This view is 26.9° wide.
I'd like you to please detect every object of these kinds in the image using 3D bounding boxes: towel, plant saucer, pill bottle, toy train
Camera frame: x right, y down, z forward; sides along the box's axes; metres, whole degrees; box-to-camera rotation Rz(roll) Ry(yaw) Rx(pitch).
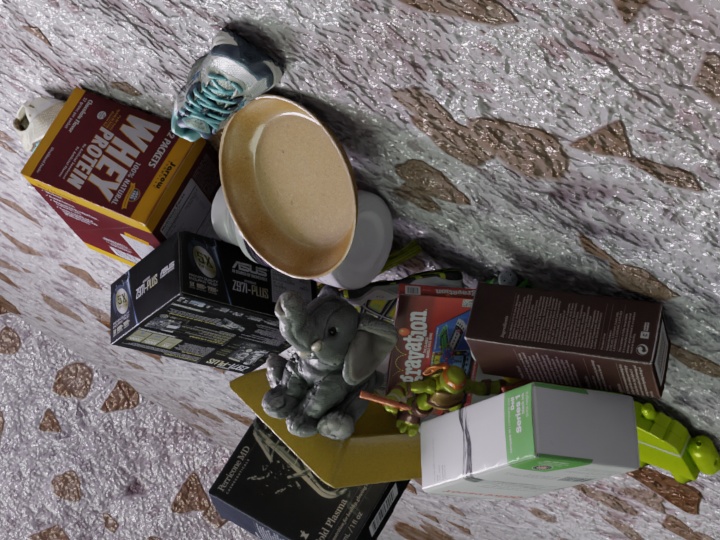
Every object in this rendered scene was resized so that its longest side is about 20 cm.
[{"bbox_3d":[0.000,0.000,1.800,0.018,0.086,0.200,64,158,-3],"label":"towel"},{"bbox_3d":[-0.068,-0.090,1.578,0.200,0.035,0.201,21,122,37],"label":"plant saucer"},{"bbox_3d":[-0.071,-0.052,1.704,0.200,0.112,0.111,15,158,39],"label":"pill bottle"},{"bbox_3d":[-0.025,0.172,1.790,0.200,0.049,0.200,41,-158,32],"label":"plant saucer"},{"bbox_3d":[0.151,0.042,1.733,0.056,0.042,0.200,48,159,2],"label":"toy train"}]

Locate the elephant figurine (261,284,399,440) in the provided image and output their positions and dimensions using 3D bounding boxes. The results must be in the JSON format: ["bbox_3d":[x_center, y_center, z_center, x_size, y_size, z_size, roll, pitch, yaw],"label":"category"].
[{"bbox_3d":[-0.029,0.080,1.660,0.141,0.155,0.200,13,124,-2],"label":"elephant figurine"}]

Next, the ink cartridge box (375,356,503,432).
[{"bbox_3d":[0.085,0.142,1.944,0.145,0.147,0.200,40,162,-24],"label":"ink cartridge box"}]

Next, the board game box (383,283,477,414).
[{"bbox_3d":[0.086,0.095,1.735,0.103,0.019,0.200,4,134,-1],"label":"board game box"}]

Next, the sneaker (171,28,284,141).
[{"bbox_3d":[-0.139,-0.174,1.506,0.078,0.086,0.200,33,163,-11],"label":"sneaker"}]

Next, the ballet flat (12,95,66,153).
[{"bbox_3d":[-0.415,-0.194,1.950,0.062,0.067,0.200,56,156,-10],"label":"ballet flat"}]

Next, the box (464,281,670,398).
[{"bbox_3d":[0.220,0.073,1.585,0.200,0.075,0.100,6,156,19],"label":"box"}]

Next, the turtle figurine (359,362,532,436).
[{"bbox_3d":[0.085,0.141,1.702,0.200,0.065,0.161,-6,157,-13],"label":"turtle figurine"}]

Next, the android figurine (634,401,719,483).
[{"bbox_3d":[0.355,0.204,1.867,0.182,0.041,0.200,18,160,34],"label":"android figurine"}]

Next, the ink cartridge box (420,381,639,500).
[{"bbox_3d":[0.177,0.188,1.621,0.146,0.084,0.200,11,158,-33],"label":"ink cartridge box"}]

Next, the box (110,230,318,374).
[{"bbox_3d":[-0.177,0.043,1.823,0.200,0.086,0.164,16,146,-34],"label":"box"}]

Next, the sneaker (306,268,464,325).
[{"bbox_3d":[0.026,0.050,1.751,0.200,0.077,0.075,-10,-176,22],"label":"sneaker"}]

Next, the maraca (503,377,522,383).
[{"bbox_3d":[0.216,0.123,1.744,0.200,0.107,0.137,14,165,45],"label":"maraca"}]

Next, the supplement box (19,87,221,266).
[{"bbox_3d":[-0.273,-0.096,1.870,0.197,0.133,0.200,21,162,25],"label":"supplement box"}]

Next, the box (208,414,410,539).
[{"bbox_3d":[-0.056,0.266,1.937,0.196,0.200,0.124,26,161,16],"label":"box"}]
